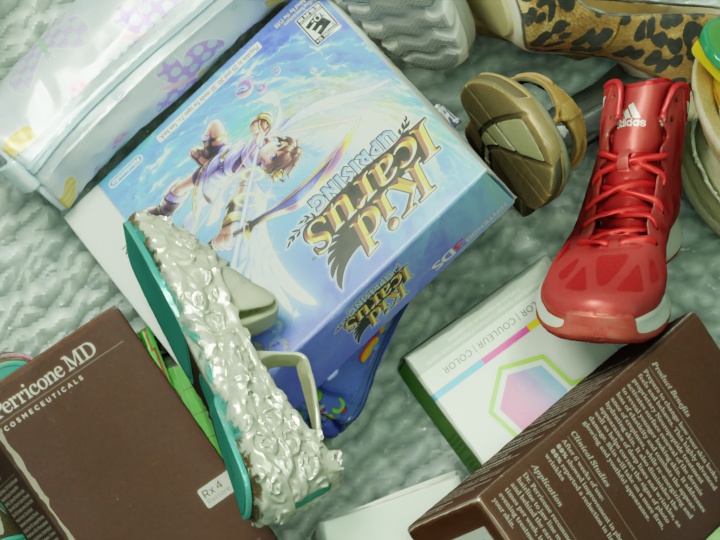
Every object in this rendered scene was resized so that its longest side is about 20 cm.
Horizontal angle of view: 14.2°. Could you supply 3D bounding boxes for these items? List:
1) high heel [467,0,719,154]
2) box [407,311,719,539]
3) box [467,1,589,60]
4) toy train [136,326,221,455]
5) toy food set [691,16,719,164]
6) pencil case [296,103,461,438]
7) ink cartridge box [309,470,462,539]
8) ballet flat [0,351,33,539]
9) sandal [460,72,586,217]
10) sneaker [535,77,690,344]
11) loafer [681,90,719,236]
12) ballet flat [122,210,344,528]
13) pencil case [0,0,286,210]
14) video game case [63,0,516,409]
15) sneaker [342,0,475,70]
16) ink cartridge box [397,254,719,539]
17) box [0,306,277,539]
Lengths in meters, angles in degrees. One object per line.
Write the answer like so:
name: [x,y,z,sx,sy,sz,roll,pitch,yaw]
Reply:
high heel: [0.136,-0.169,1.635,0.143,0.200,0.071,-32,39,-10]
box: [0.128,0.117,1.527,0.200,0.075,0.100,-35,93,-37]
box: [0.060,-0.221,1.667,0.200,0.021,0.164,12,80,-28]
toy train: [-0.089,0.121,1.641,0.056,0.042,0.200,-19,82,-15]
toy food set: [0.276,-0.075,1.629,0.198,0.049,0.200,-17,59,-43]
pencil case: [0.000,0.000,1.642,0.087,0.078,0.200,26,81,25]
ink cartridge box: [0.041,0.222,1.575,0.083,0.146,0.200,-18,82,-6]
ballet flat: [-0.191,0.146,1.615,0.069,0.071,0.200,-4,78,-18]
sandal: [0.096,-0.075,1.596,0.054,0.200,0.080,-32,85,-2]
sneaker: [0.139,-0.042,1.585,0.078,0.200,0.116,3,112,8]
loafer: [0.256,-0.028,1.656,0.076,0.068,0.200,-38,89,-24]
ballet flat: [-0.064,0.048,1.524,0.072,0.072,0.200,-23,61,-6]
pencil case: [-0.129,-0.125,1.641,0.200,0.091,0.083,-43,125,2]
video game case: [-0.043,-0.034,1.605,0.200,0.045,0.181,-43,56,4]
sneaker: [0.021,-0.206,1.591,0.082,0.075,0.200,-40,113,-37]
ink cartridge box: [0.121,0.103,1.640,0.104,0.059,0.200,-35,84,-9]
box: [-0.121,0.131,1.558,0.100,0.075,0.200,-35,88,-23]
